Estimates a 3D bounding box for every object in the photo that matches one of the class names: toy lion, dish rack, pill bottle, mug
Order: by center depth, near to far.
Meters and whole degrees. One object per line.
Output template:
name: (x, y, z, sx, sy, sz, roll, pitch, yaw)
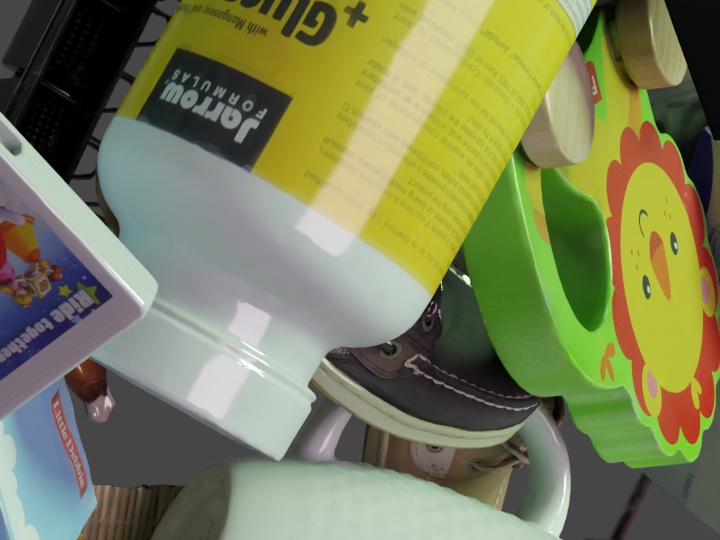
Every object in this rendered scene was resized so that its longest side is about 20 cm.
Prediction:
pill bottle: (-0.011, -0.048, 0.640, 0.112, 0.112, 0.200, 34, 82, -38)
dish rack: (-0.044, -0.065, 0.799, 0.200, 0.055, 0.154, 32, 81, -39)
toy lion: (0.092, -0.009, 0.803, 0.200, 0.069, 0.192, -35, 114, -61)
mug: (0.013, 0.126, 0.810, 0.175, 0.148, 0.200, 27, 78, -18)

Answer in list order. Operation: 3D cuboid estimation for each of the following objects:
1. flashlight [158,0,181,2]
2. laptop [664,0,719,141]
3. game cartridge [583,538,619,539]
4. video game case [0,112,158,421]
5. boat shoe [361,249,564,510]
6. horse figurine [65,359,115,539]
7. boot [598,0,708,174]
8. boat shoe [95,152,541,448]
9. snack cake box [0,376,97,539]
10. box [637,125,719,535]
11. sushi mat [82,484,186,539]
flashlight: (-0.017, -0.182, 0.724, 0.068, 0.068, 0.200, 17, 82, -3)
laptop: (0.168, -0.173, 0.714, 0.177, 0.103, 0.200, 65, 35, -29)
game cartridge: (0.159, 0.214, 1.036, 0.200, 0.040, 0.133, 33, 75, -38)
video game case: (-0.170, -0.027, 0.546, 0.200, 0.143, 0.018, 49, 24, -15)
boat shoe: (0.049, 0.057, 0.881, 0.072, 0.065, 0.200, -11, 110, -53)
horse figurine: (-0.164, 0.089, 0.735, 0.200, 0.050, 0.133, -10, 93, -30)
boot: (0.141, -0.065, 0.942, 0.200, 0.070, 0.132, -8, 111, -32)
boat shoe: (0.000, 0.000, 0.746, 0.200, 0.065, 0.072, 33, 41, -27)
snack cake box: (-0.160, 0.003, 0.611, 0.067, 0.115, 0.200, -65, 146, -62)
box: (0.234, 0.010, 0.961, 0.200, 0.105, 0.184, -19, 137, -35)
sushi mat: (-0.118, 0.180, 0.820, 0.096, 0.012, 0.200, 5, 97, -40)
